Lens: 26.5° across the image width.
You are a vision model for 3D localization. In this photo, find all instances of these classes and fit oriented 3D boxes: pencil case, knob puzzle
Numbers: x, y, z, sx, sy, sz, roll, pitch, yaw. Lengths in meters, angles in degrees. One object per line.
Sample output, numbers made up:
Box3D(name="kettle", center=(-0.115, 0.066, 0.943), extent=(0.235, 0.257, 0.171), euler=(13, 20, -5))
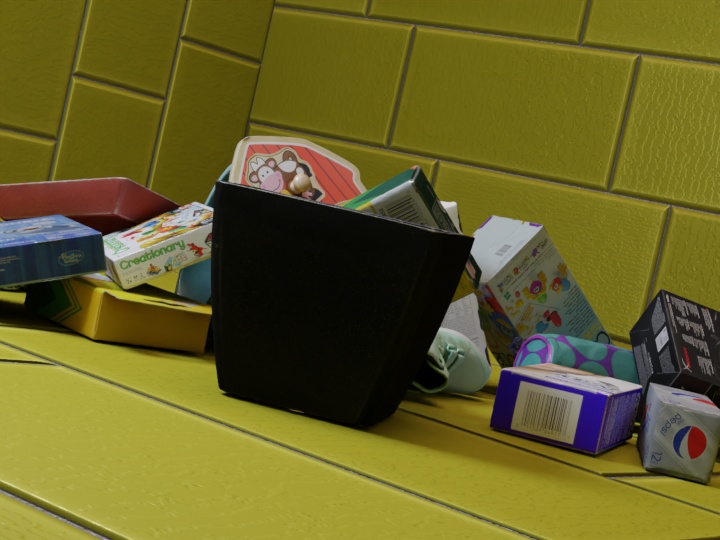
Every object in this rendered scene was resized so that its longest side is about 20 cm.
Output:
Box3D(name="pencil case", center=(0.266, 0.127, 1.721), extent=(0.200, 0.085, 0.092), euler=(12, -42, -26))
Box3D(name="knob puzzle", center=(-0.056, -0.061, 1.585), extent=(0.220, 0.220, 0.030), euler=(11, -26, -32))

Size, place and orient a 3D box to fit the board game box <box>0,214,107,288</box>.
Box3D(name="board game box", center=(-0.371, -0.015, 1.500), extent=(0.200, 0.043, 0.199), euler=(-9, 10, -22))

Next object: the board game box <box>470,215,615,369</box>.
Box3D(name="board game box", center=(0.200, 0.047, 1.820), extent=(0.103, 0.105, 0.200), euler=(16, -35, 57))

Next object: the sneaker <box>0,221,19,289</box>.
Box3D(name="sneaker", center=(-0.415, -0.010, 1.751), extent=(0.080, 0.078, 0.200), euler=(-9, -6, 16))

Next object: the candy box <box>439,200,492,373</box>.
Box3D(name="candy box", center=(0.070, 0.019, 1.756), extent=(0.071, 0.200, 0.168), euler=(-16, 11, -16))

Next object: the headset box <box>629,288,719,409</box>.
Box3D(name="headset box", center=(0.409, 0.122, 1.685), extent=(0.200, 0.077, 0.149), euler=(21, 34, -15))

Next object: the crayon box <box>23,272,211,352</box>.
Box3D(name="crayon box", center=(-0.237, 0.039, 1.525), extent=(0.127, 0.051, 0.200), euler=(11, 3, -36))

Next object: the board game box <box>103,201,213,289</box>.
Box3D(name="board game box", center=(-0.204, -0.028, 1.571), extent=(0.126, 0.035, 0.200), euler=(-22, 12, -14))

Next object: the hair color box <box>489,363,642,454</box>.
Box3D(name="hair color box", center=(0.209, 0.135, 1.525), extent=(0.109, 0.065, 0.200), euler=(13, 1, 19))

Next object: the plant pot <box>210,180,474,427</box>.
Box3D(name="plant pot", center=(-0.026, 0.032, 1.331), extent=(0.199, 0.178, 0.200), euler=(13, 2, 11))

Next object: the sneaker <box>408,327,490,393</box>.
Box3D(name="sneaker", center=(0.076, 0.107, 1.597), extent=(0.200, 0.074, 0.118), euler=(29, 18, -36))

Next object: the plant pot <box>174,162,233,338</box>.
Box3D(name="plant pot", center=(-0.078, 0.007, 1.671), extent=(0.196, 0.200, 0.200), euler=(20, 0, -18))

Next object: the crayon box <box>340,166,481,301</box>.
Box3D(name="crayon box", center=(0.000, 0.000, 1.487), extent=(0.200, 0.127, 0.051), euler=(-26, 15, 19))

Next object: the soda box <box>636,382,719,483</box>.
Box3D(name="soda box", center=(0.312, 0.156, 1.499), extent=(0.063, 0.068, 0.200), euler=(13, 2, 8))

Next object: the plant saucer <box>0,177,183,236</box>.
Box3D(name="plant saucer", center=(-0.295, -0.056, 1.732), extent=(0.200, 0.037, 0.200), euler=(-2, -15, 26))
